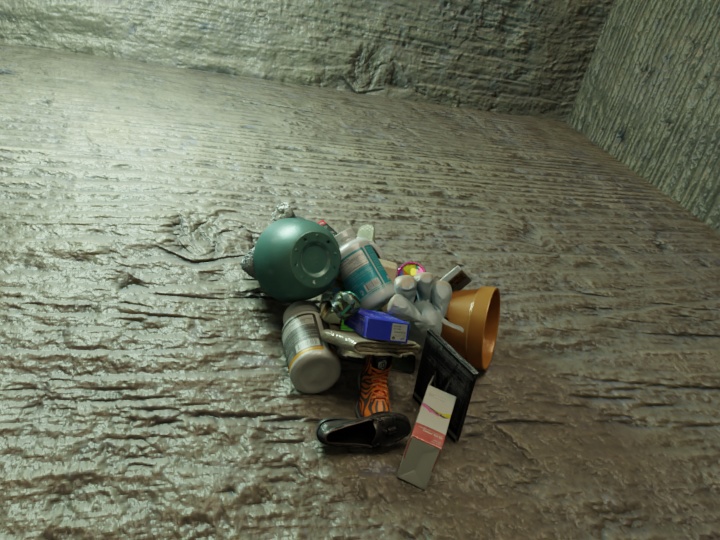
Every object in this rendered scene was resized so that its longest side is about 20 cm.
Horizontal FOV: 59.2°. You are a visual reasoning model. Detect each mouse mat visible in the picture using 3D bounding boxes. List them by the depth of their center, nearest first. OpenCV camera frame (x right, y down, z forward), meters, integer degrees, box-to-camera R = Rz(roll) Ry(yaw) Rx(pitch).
[{"bbox_3d":[0.042,0.167,1.553,0.194,0.008,0.164,12,47,-6],"label":"mouse mat"}]

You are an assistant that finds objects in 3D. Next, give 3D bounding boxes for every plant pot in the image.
[{"bbox_3d":[-0.134,-0.024,1.481,0.196,0.207,0.160,-2,2,-27],"label":"plant pot"},{"bbox_3d":[0.262,0.135,1.586,0.136,0.205,0.200,8,27,22],"label":"plant pot"}]

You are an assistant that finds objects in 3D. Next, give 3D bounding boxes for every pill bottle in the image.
[{"bbox_3d":[-0.115,0.165,1.418,0.113,0.119,0.202,4,32,-18],"label":"pill bottle"},{"bbox_3d":[0.000,0.000,1.575,0.109,0.111,0.203,-19,74,-44],"label":"pill bottle"}]

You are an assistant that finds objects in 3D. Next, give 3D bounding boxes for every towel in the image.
[{"bbox_3d":[0.022,0.156,1.357,0.196,0.036,0.131,9,0,-39],"label":"towel"}]

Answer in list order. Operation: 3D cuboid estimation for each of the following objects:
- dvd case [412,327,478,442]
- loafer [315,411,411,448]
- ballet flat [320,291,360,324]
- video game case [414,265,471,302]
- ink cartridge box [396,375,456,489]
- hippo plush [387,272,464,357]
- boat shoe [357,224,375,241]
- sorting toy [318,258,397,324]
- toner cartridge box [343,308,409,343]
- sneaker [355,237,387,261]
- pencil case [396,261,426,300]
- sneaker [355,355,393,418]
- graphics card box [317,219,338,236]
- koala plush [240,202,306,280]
[{"bbox_3d":[0.175,0.243,1.342,0.016,0.204,0.148,-17,42,-32],"label":"dvd case"},{"bbox_3d":[0.011,0.323,1.255,0.194,0.074,0.063,-1,1,-13],"label":"loafer"},{"bbox_3d":[-0.058,0.085,1.402,0.072,0.077,0.200,6,-9,-14],"label":"ballet flat"},{"bbox_3d":[0.219,0.052,1.650,0.018,0.142,0.200,53,9,17],"label":"video game case"},{"bbox_3d":[0.140,0.321,1.284,0.066,0.119,0.201,20,32,8],"label":"ink cartridge box"},{"bbox_3d":[0.144,0.112,1.511,0.199,0.162,0.160,38,61,9],"label":"hippo plush"},{"bbox_3d":[0.009,-0.049,1.869,0.072,0.063,0.203,2,44,11],"label":"boat shoe"},{"bbox_3d":[-0.005,0.049,1.634,0.180,0.037,0.205,13,69,-3],"label":"sorting toy"},{"bbox_3d":[0.031,0.117,1.380,0.092,0.044,0.200,11,1,-15],"label":"toner cartridge box"},{"bbox_3d":[0.030,0.011,1.707,0.201,0.075,0.114,52,46,-9],"label":"sneaker"},{"bbox_3d":[0.136,0.047,1.636,0.086,0.201,0.091,-3,70,7],"label":"pencil case"},{"bbox_3d":[0.034,0.243,1.363,0.075,0.114,0.202,7,32,-14],"label":"sneaker"},{"bbox_3d":[-0.100,-0.055,1.809,0.124,0.052,0.199,-28,48,-26],"label":"graphics card box"},{"bbox_3d":[-0.197,-0.058,1.621,0.176,0.203,0.183,33,-2,-23],"label":"koala plush"}]
